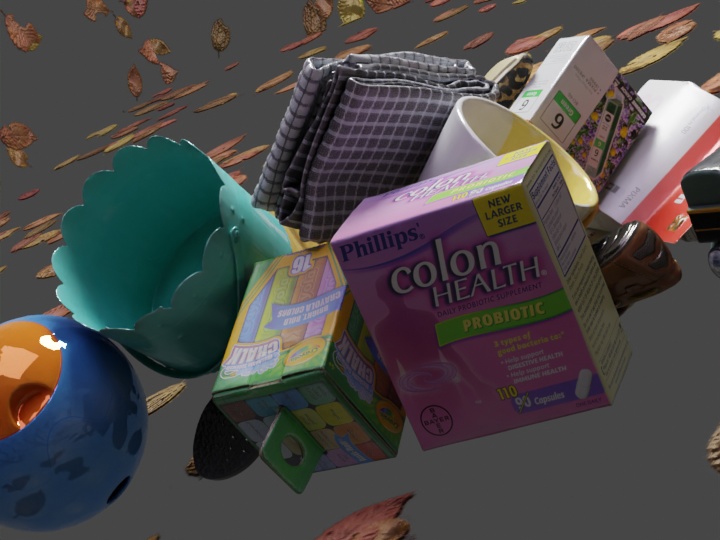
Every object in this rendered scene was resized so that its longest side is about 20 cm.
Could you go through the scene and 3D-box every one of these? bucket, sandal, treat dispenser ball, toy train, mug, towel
[{"bbox_3d":[-0.170,-0.007,1.601,0.206,0.135,0.209,-19,54,29],"label":"bucket"},{"bbox_3d":[-0.091,0.107,1.604,0.075,0.045,0.202,16,73,29],"label":"sandal"},{"bbox_3d":[-0.299,0.143,1.619,0.199,0.202,0.201,-22,15,6],"label":"treat dispenser ball"},{"bbox_3d":[0.362,-0.073,1.492,0.199,0.115,0.085,-34,18,-30],"label":"toy train"},{"bbox_3d":[0.120,-0.037,1.510,0.154,0.185,0.150,-54,18,22],"label":"mug"},{"bbox_3d":[0.018,-0.108,1.540,0.199,0.167,0.086,-4,39,-42],"label":"towel"}]

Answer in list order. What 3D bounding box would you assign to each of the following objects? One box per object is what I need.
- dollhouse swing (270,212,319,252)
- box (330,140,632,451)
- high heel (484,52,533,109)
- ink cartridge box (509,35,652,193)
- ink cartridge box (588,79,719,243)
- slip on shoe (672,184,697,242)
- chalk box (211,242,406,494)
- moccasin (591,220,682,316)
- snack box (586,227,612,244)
[{"bbox_3d":[0.000,0.000,1.690,0.181,0.177,0.200,-10,20,43],"label":"dollhouse swing"},{"bbox_3d":[0.101,0.023,1.407,0.174,0.202,0.097,-16,17,26],"label":"box"},{"bbox_3d":[0.164,-0.125,1.693,0.072,0.142,0.200,-56,2,-36],"label":"high heel"},{"bbox_3d":[0.179,-0.108,1.606,0.201,0.109,0.050,-54,27,-19],"label":"ink cartridge box"},{"bbox_3d":[0.283,-0.107,1.624,0.163,0.057,0.200,-47,16,-10],"label":"ink cartridge box"},{"bbox_3d":[0.347,-0.093,1.669,0.060,0.077,0.200,1,36,45],"label":"slip on shoe"},{"bbox_3d":[-0.036,0.092,1.480,0.123,0.125,0.201,-15,43,31],"label":"chalk box"},{"bbox_3d":[0.211,0.016,1.509,0.074,0.078,0.201,-54,10,-32],"label":"moccasin"},{"bbox_3d":[0.244,-0.041,1.711,0.199,0.037,0.116,-32,17,-26],"label":"snack box"}]
